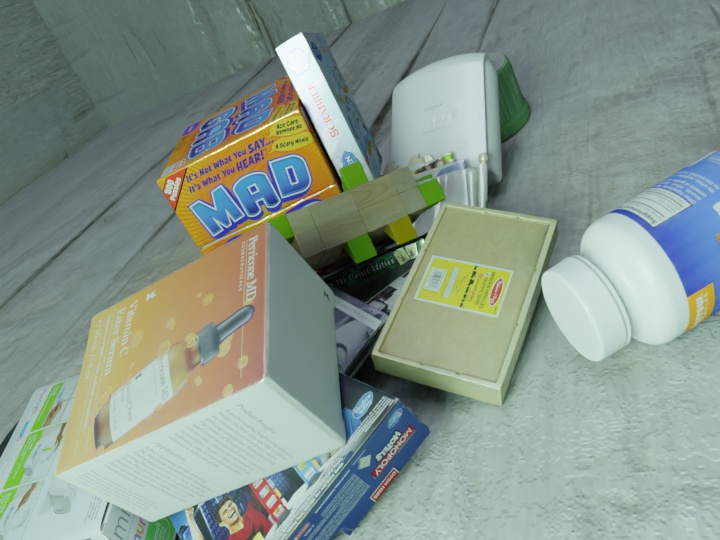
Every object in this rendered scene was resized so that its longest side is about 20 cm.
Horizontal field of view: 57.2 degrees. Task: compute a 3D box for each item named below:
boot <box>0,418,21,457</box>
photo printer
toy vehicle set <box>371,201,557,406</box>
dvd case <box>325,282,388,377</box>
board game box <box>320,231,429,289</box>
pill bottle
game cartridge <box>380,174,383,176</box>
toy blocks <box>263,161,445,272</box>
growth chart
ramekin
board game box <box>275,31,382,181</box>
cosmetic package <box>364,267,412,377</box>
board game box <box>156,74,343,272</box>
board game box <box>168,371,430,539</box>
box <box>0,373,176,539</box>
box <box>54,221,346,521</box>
[{"bbox_3d":[-0.435,0.251,0.757,0.161,0.067,0.202,-14,32,7],"label":"boot"},{"bbox_3d":[0.121,-0.209,0.944,0.163,0.069,0.205,-10,67,33],"label":"photo printer"},{"bbox_3d":[0.104,0.021,0.632,0.122,0.027,0.202,12,54,24],"label":"toy vehicle set"},{"bbox_3d":[-0.068,0.106,0.675,0.201,0.016,0.148,-51,32,-10],"label":"dvd case"},{"bbox_3d":[0.000,0.000,0.798,0.196,0.024,0.105,-22,1,18],"label":"board game box"},{"bbox_3d":[0.253,-0.011,0.539,0.197,0.114,0.112,-30,27,-5],"label":"pill bottle"},{"bbox_3d":[-0.038,-0.081,1.017,0.128,0.039,0.200,7,42,42],"label":"game cartridge"},{"bbox_3d":[-0.015,-0.045,0.758,0.196,0.102,0.137,-23,-9,-17],"label":"toy blocks"},{"bbox_3d":[0.083,-0.091,0.866,0.197,0.018,0.148,-7,65,37],"label":"growth chart"},{"bbox_3d":[0.172,-0.274,1.089,0.196,0.099,0.201,-21,28,12],"label":"ramekin"},{"bbox_3d":[-0.033,-0.211,0.873,0.040,0.203,0.201,-24,15,11],"label":"board game box"},{"bbox_3d":[0.085,0.022,0.704,0.198,0.051,0.082,-36,29,-16],"label":"cosmetic package"},{"bbox_3d":[-0.121,-0.116,0.898,0.196,0.202,0.201,-24,28,10],"label":"board game box"},{"bbox_3d":[-0.074,0.150,0.568,0.201,0.062,0.199,-49,41,-7],"label":"board game box"},{"bbox_3d":[-0.258,0.194,0.633,0.173,0.098,0.202,-19,37,15],"label":"box"},{"bbox_3d":[-0.123,0.085,0.535,0.197,0.107,0.154,-26,43,18],"label":"box"}]
